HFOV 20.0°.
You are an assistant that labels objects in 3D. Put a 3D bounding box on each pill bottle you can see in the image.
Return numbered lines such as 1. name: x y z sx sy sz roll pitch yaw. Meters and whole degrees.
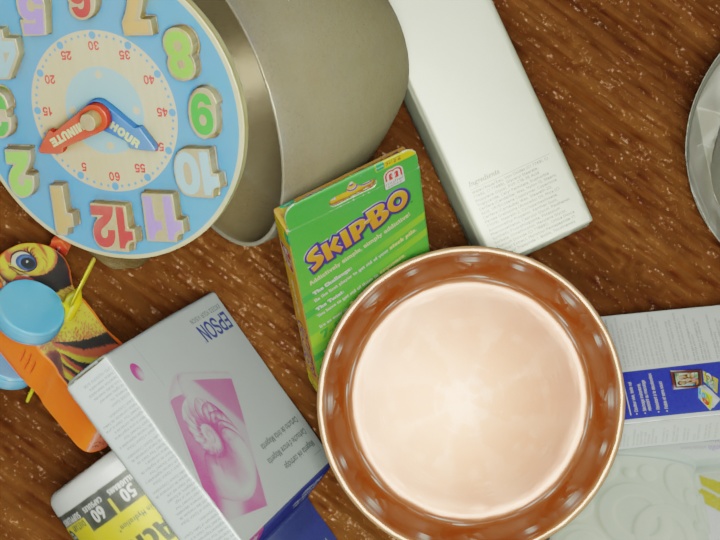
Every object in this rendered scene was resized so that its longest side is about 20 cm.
1. pill bottle: -0.107 0.200 1.359 0.111 0.111 0.200 -37 90 -2

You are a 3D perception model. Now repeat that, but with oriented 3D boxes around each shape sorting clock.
1. shape sorting clock: -0.163 -0.101 1.294 0.199 0.039 0.201 11 119 19

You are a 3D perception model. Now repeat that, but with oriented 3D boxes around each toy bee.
1. toy bee: -0.211 0.021 1.360 0.200 0.131 0.109 55 44 -6

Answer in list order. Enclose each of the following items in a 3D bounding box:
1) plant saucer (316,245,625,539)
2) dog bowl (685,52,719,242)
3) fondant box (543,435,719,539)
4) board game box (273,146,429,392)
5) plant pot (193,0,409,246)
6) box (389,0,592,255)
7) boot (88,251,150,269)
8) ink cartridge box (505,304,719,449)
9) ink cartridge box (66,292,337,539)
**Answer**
1. plant saucer: 0.071 0.085 1.325 0.199 0.032 0.202 0 89 -1
2. dog bowl: 0.317 -0.081 1.407 0.199 0.059 0.201 0 89 -1
3. fondant box: 0.195 0.194 1.341 0.143 0.058 0.201 -3 50 -2
4. board game box: 0.000 0.000 1.330 0.095 0.200 0.030 -26 55 -13
5. plant pot: -0.048 -0.133 1.345 0.134 0.200 0.201 -22 89 -27
6. box: 0.079 -0.105 1.394 0.082 0.068 0.201 -23 89 -3
7. boot: -0.209 -0.080 1.387 0.200 0.074 0.076 43 119 9
8. ink cartridge box: 0.191 0.073 1.386 0.199 0.037 0.095 -4 49 -4
9. ink cartridge box: -0.082 0.121 1.320 0.043 0.196 0.200 -37 90 19
